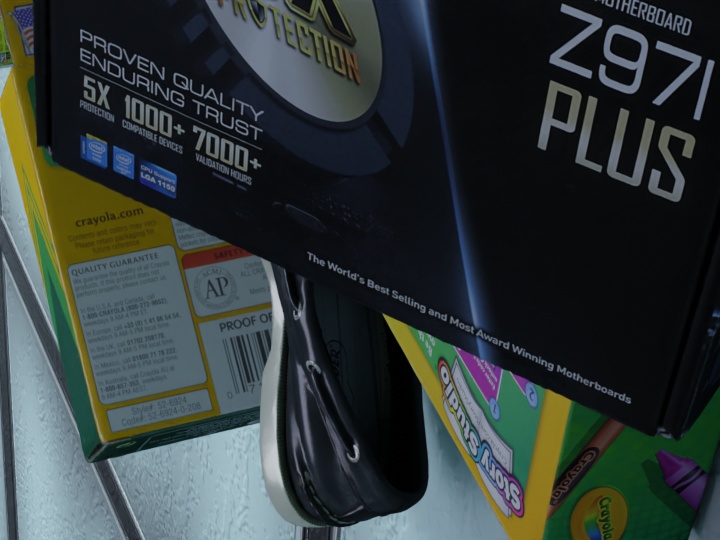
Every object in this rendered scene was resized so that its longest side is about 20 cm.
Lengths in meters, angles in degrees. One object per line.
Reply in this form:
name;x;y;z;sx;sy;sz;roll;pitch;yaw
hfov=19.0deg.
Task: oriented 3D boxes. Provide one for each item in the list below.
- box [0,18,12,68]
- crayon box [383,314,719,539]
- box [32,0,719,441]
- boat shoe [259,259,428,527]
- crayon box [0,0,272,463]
box;-0.279;-0.233;1.513;0.200;0.034;0.111;-129;33;-52
crayon box;0.047;-0.016;0.693;0.119;0.058;0.201;97;153;-43
box;0.021;-0.075;0.537;0.199;0.086;0.165;25;136;17
boat shoe;-0.002;0.000;0.832;0.066;0.074;0.201;-2;85;44
crayon box;-0.081;-0.029;0.944;0.052;0.125;0.202;139;118;-68
